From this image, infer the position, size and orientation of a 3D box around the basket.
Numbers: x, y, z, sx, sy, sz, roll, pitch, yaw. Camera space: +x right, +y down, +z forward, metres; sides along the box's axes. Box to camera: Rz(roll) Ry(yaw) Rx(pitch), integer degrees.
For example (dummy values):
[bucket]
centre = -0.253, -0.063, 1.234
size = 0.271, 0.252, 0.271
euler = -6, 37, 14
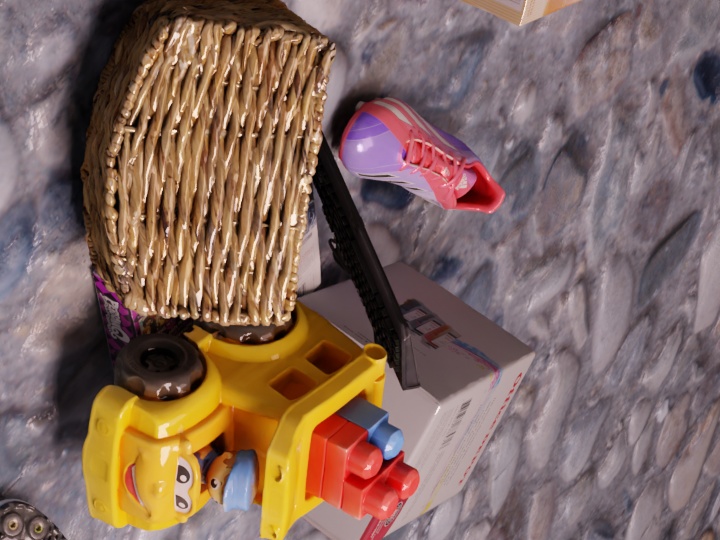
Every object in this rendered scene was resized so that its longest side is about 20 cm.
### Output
[basket]
centre = -0.112, -0.079, 1.569
size = 0.142, 0.149, 0.201
euler = 4, 106, -18

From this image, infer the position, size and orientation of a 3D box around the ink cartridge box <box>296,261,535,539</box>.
[ink cartridge box]
centre = 0.016, 0.101, 1.885
size = 0.146, 0.144, 0.200
euler = -62, 162, 20

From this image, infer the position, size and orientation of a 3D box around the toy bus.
[toy bus]
centre = -0.064, 0.118, 1.653
size = 0.200, 0.191, 0.136
euler = -35, 144, -42

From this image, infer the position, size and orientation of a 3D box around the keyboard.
[keyboard]
centre = 0.000, 0.000, 1.726
size = 0.020, 0.201, 0.127
euler = -19, 147, -5

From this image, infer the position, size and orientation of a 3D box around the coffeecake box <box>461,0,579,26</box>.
[coffeecake box]
centre = 0.164, -0.293, 1.896
size = 0.200, 0.073, 0.154
euler = -28, 137, -50

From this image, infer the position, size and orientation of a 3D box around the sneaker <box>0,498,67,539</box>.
[sneaker]
centre = -0.226, 0.232, 1.704
size = 0.072, 0.072, 0.201
euler = -42, 134, -23

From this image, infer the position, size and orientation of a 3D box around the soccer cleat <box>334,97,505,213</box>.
[soccer cleat]
centre = 0.048, -0.085, 1.878
size = 0.067, 0.076, 0.200
euler = -63, 155, 3

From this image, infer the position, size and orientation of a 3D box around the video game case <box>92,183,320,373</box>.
[video game case]
centre = -0.104, 0.005, 1.730
size = 0.200, 0.036, 0.182
euler = -47, 150, -30
